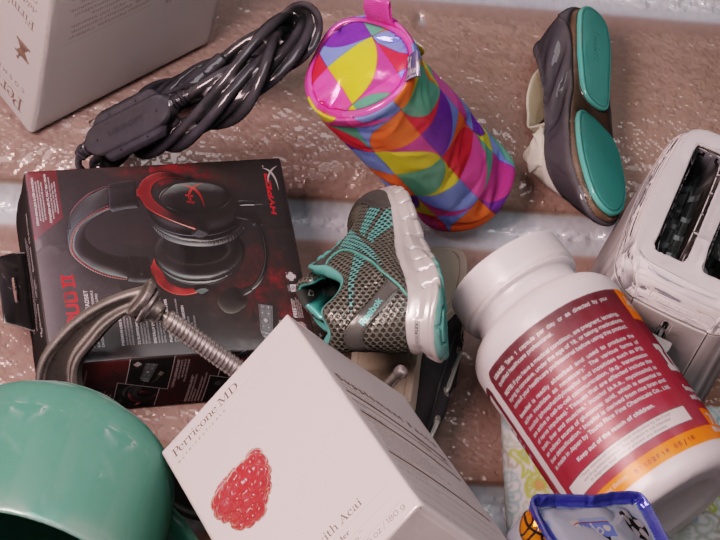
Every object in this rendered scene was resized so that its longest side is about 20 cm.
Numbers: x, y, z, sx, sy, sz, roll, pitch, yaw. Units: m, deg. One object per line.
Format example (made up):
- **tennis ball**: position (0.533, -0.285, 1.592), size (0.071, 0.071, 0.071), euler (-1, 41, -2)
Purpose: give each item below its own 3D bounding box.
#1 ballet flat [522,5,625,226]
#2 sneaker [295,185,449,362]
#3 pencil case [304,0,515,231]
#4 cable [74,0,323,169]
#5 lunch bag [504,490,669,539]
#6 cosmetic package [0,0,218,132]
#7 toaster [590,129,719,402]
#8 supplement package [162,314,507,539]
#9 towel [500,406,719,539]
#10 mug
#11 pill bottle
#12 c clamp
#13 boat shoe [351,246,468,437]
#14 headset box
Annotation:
- **ballet flat**: position (0.152, -0.103, 1.730), size (0.072, 0.073, 0.201), euler (7, 53, -9)
- **sneaker**: position (0.000, 0.000, 1.567), size (0.090, 0.078, 0.200), euler (-7, 21, -6)
- **pencil case**: position (0.037, -0.100, 1.622), size (0.088, 0.200, 0.089), euler (-10, 62, 20)
- **cable**: position (-0.097, -0.125, 1.621), size (0.051, 0.199, 0.163), euler (60, 29, -7)
- **lunch bag**: position (0.134, 0.257, 1.386), size (0.123, 0.170, 0.201), euler (1, 46, -41)
- **cosmetic package**: position (-0.200, -0.241, 1.652), size (0.166, 0.200, 0.168), euler (-31, 70, -27)
- **toaster**: position (0.227, -0.006, 1.651), size (0.113, 0.129, 0.201), euler (27, 57, 3)
- **supplement package**: position (-0.010, 0.145, 1.390), size (0.121, 0.120, 0.200), euler (-47, 39, 7)
- **towel**: position (0.193, 0.170, 1.588), size (0.198, 0.048, 0.172), euler (4, 56, -10)
- **mug**: position (-0.184, 0.148, 1.465), size (0.151, 0.185, 0.115), euler (-4, 51, 23)
- **pill bottle**: position (0.147, 0.077, 1.541), size (0.112, 0.113, 0.201), euler (-23, 65, -24)
- **c clamp**: position (-0.098, 0.074, 1.505), size (0.199, 0.171, 0.027), euler (31, 23, -12)
- **boat shoe**: position (0.033, 0.065, 1.615), size (0.072, 0.063, 0.201), euler (-3, 40, 23)
- **headset box**: position (-0.143, 0.010, 1.588), size (0.198, 0.075, 0.150), euler (-3, 61, -15)
